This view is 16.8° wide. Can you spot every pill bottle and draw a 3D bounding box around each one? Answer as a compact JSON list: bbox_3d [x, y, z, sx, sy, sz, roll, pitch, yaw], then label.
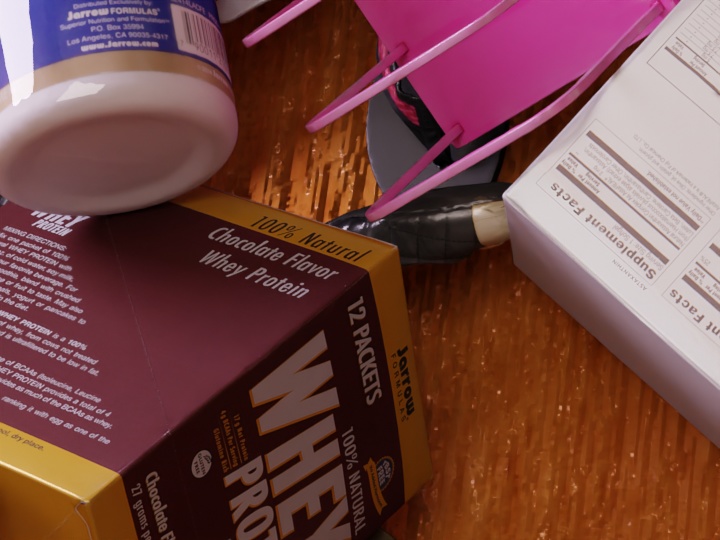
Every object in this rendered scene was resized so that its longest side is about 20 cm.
[{"bbox_3d":[-0.125,-0.136,1.092,0.115,0.116,0.201,-16,66,11],"label":"pill bottle"}]

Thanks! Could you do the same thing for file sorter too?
[{"bbox_3d":[0.015,-0.145,1.056,0.139,0.125,0.201,-29,99,37],"label":"file sorter"}]

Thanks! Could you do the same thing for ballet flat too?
[{"bbox_3d":[0.000,0.000,1.182,0.199,0.066,0.057,-18,90,26],"label":"ballet flat"}]

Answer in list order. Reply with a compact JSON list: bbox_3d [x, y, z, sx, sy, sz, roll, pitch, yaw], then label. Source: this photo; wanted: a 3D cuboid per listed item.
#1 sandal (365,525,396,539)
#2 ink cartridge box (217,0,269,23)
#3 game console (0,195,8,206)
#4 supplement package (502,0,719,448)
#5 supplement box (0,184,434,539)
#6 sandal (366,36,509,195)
[{"bbox_3d":[-0.041,0.151,1.148,0.199,0.055,0.082,9,71,36],"label":"sandal"},{"bbox_3d":[-0.053,-0.216,1.279,0.115,0.067,0.201,-27,64,4],"label":"ink cartridge box"},{"bbox_3d":[-0.189,-0.124,1.210,0.172,0.119,0.201,38,111,18],"label":"game console"},{"bbox_3d":[0.185,-0.042,1.077,0.151,0.152,0.200,42,86,11],"label":"supplement package"},{"bbox_3d":[-0.109,0.068,1.084,0.196,0.134,0.200,18,42,36],"label":"supplement box"},{"bbox_3d":[0.040,-0.119,1.204,0.075,0.045,0.202,8,90,20],"label":"sandal"}]
